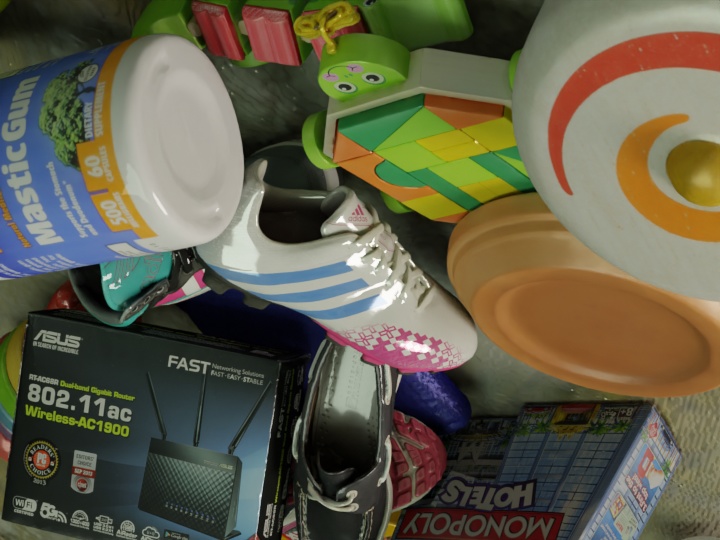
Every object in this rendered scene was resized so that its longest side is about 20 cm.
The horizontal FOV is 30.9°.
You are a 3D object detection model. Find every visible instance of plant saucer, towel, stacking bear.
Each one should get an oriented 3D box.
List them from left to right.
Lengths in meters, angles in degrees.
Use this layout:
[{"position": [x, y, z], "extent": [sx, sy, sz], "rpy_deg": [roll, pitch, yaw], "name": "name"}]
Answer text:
[{"position": [-0.235, 0.073, 1.046], "extent": [0.121, 0.114, 0.200], "rpy_deg": [34, 139, -8], "name": "stacking bear"}, {"position": [-0.027, 0.051, 0.934], "extent": [0.147, 0.050, 0.200], "rpy_deg": [-21, 122, 40], "name": "towel"}, {"position": [0.143, 0.023, 0.755], "extent": [0.198, 0.038, 0.201], "rpy_deg": [16, 154, 8], "name": "plant saucer"}]

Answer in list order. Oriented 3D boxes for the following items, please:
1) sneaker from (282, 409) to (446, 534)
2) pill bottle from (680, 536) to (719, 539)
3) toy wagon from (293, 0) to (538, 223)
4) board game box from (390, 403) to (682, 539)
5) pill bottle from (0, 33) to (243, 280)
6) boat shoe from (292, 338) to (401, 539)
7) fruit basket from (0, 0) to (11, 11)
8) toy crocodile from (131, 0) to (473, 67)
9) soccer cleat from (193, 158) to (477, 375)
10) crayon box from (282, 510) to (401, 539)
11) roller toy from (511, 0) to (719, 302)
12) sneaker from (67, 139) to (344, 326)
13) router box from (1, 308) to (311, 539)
[{"position": [-0.028, 0.148, 0.954], "extent": [0.198, 0.082, 0.075], "rpy_deg": [-15, 164, 25], "name": "sneaker"}, {"position": [0.281, 0.294, 0.961], "extent": [0.115, 0.116, 0.201], "rpy_deg": [-8, 130, 39], "name": "pill bottle"}, {"position": [0.040, -0.076, 0.687], "extent": [0.154, 0.040, 0.199], "rpy_deg": [-11, 154, 40], "name": "toy wagon"}, {"position": [0.096, 0.189, 0.884], "extent": [0.198, 0.201, 0.062], "rpy_deg": [-6, 134, 37], "name": "board game box"}, {"position": [-0.174, -0.055, 0.713], "extent": [0.198, 0.113, 0.113], "rpy_deg": [-9, 131, 25], "name": "pill bottle"}, {"position": [-0.010, 0.121, 0.857], "extent": [0.073, 0.060, 0.202], "rpy_deg": [16, 107, 11], "name": "boat shoe"}, {"position": [-0.274, -0.180, 0.763], "extent": [0.156, 0.214, 0.217], "rpy_deg": [50, 168, 49], "name": "fruit basket"}, {"position": [-0.035, -0.136, 0.697], "extent": [0.198, 0.062, 0.068], "rpy_deg": [6, 139, 27], "name": "toy crocodile"}, {"position": [0.000, 0.000, 0.767], "extent": [0.199, 0.070, 0.087], "rpy_deg": [22, 126, -24], "name": "soccer cleat"}, {"position": [0.014, 0.220, 1.102], "extent": [0.198, 0.051, 0.128], "rpy_deg": [11, 140, 21], "name": "crayon box"}, {"position": [0.163, -0.080, 0.568], "extent": [0.181, 0.140, 0.201], "rpy_deg": [26, 144, 3], "name": "roller toy"}, {"position": [-0.114, -0.024, 0.810], "extent": [0.199, 0.120, 0.084], "rpy_deg": [-27, 83, 35], "name": "sneaker"}, {"position": [-0.144, 0.117, 0.910], "extent": [0.198, 0.152, 0.062], "rpy_deg": [9, -177, 15], "name": "router box"}]
